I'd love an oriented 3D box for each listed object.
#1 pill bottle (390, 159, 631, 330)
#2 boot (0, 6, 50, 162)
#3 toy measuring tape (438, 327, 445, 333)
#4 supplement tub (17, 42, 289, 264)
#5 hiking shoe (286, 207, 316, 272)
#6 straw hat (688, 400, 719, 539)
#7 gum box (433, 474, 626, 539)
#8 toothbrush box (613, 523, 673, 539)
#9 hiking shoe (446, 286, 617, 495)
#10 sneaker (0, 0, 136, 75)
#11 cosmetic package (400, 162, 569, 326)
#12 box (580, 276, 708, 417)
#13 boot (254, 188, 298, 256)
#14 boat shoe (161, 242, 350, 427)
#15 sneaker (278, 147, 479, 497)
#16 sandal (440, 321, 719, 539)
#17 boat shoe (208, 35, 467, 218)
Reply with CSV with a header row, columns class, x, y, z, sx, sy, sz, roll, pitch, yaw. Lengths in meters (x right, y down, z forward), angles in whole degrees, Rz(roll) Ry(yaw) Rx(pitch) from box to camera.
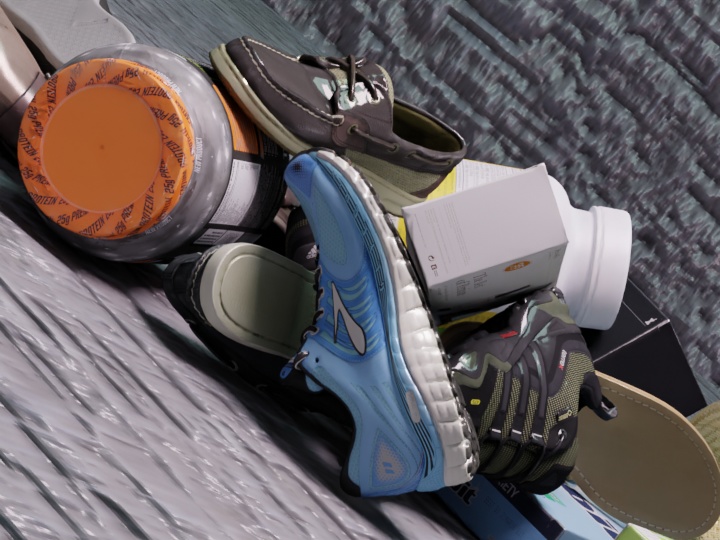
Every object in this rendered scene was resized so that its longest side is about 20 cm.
class,x,y,z,sx,sy,sz,roll,pitch,yaw
pill bottle,0.072,-0.016,1.829,0.199,0.112,0.112,10,10,-5
boot,-0.222,-0.117,1.686,0.146,0.070,0.200,47,5,6
toy measuring tape,0.026,0.029,1.931,0.073,0.074,0.200,36,7,-17
supplement tub,-0.119,-0.065,1.580,0.122,0.123,0.200,39,7,11
hiking shoe,0.000,0.000,1.695,0.200,0.075,0.101,47,37,-75
straw hat,0.239,0.188,1.768,0.085,0.202,0.201,-17,47,-42
gum box,0.108,0.144,1.699,0.170,0.045,0.200,44,10,36
toothbrush box,0.209,0.234,1.452,0.200,0.086,0.146,43,9,29
hiking shoe,0.078,0.086,1.559,0.101,0.076,0.200,54,46,2
sneaker,-0.180,-0.130,1.766,0.200,0.070,0.099,-127,-159,-54
cosmetic package,0.070,-0.011,1.566,0.200,0.082,0.051,70,1,-82
box,0.135,0.062,1.923,0.079,0.141,0.200,60,-2,-23
boot,-0.120,-0.074,1.835,0.200,0.070,0.146,28,17,-37
boat shoe,-0.036,0.040,1.557,0.066,0.075,0.199,4,-16,43
sneaker,-0.008,0.028,1.469,0.078,0.090,0.201,60,10,-70
sandal,0.132,0.084,1.701,0.211,0.078,0.070,31,15,-17
boat shoe,-0.010,-0.095,1.607,0.201,0.066,0.072,32,23,-49
